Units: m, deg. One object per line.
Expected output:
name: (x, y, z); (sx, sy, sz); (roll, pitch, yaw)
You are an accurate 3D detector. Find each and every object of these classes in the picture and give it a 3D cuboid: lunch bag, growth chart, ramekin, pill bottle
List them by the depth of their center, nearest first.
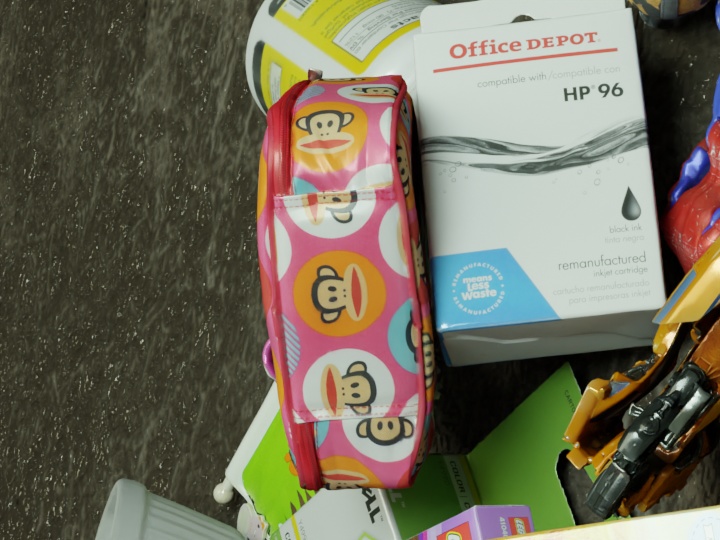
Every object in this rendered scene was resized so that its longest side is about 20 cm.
lunch bag: (0.000, 0.000, 1.256); (0.176, 0.082, 0.201); (-67, -26, -76)
pill bottle: (0.024, -0.099, 1.406); (0.200, 0.114, 0.115); (40, 114, 54)
growth chart: (-0.024, 0.140, 1.492); (0.200, 0.018, 0.145); (45, 118, 49)
ramekin: (-0.128, 0.235, 1.506); (0.202, 0.094, 0.203); (-167, 90, -82)

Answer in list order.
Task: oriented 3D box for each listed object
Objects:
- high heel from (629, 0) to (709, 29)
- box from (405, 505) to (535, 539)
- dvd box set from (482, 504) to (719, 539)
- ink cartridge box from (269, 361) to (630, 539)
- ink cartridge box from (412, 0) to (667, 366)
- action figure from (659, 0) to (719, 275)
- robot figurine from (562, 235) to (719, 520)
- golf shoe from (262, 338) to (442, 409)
high heel: (0.155, -0.223, 1.226); (0.143, 0.071, 0.201); (-2, -89, -85)
box: (0.048, 0.230, 1.211); (0.137, 0.039, 0.201); (-33, 61, 48)
dvd box set: (0.136, 0.183, 1.108); (0.199, 0.029, 0.147); (-9, 77, 14)
ink cartridge box: (0.050, 0.157, 1.311); (0.200, 0.076, 0.148); (-46, 52, 40)
ink cartridge box: (0.088, -0.061, 1.248); (0.068, 0.116, 0.201); (68, -164, -71)
action figure: (0.188, -0.071, 1.209); (0.065, 0.052, 0.201); (41, 120, 59)
robot figurine: (0.167, 0.030, 1.141); (0.058, 0.145, 0.200); (41, 110, 16)
golf shoe: (-0.015, 0.037, 1.422); (0.200, 0.091, 0.076); (-118, 47, -66)
